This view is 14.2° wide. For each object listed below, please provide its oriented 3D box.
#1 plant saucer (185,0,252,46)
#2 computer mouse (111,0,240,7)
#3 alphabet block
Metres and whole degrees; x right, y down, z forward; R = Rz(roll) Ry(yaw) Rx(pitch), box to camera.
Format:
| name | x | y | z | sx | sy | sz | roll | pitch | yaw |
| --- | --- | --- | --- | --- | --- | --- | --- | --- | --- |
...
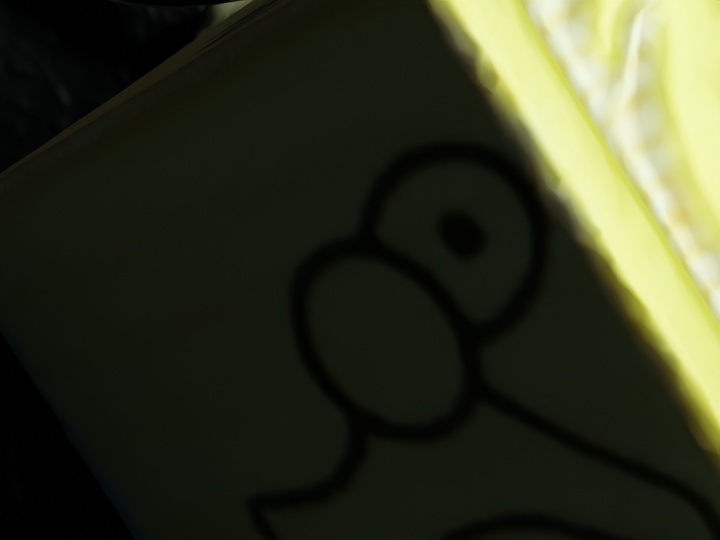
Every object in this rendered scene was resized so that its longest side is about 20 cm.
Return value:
| name | x | y | z | sx | sy | sz | roll | pitch | yaw |
| --- | --- | --- | --- | --- | --- | --- | --- | --- | --- |
| plant saucer | 0.000 | 0.000 | 0.928 | 0.200 | 0.029 | 0.201 | 42 | 34 | -37 |
| computer mouse | -0.106 | -0.122 | 0.834 | 0.200 | 0.044 | 0.110 | 27 | 38 | -42 |
| alphabet block | 0.048 | -0.007 | 0.771 | 0.196 | 0.200 | 0.196 | 57 | 45 | -9 |
